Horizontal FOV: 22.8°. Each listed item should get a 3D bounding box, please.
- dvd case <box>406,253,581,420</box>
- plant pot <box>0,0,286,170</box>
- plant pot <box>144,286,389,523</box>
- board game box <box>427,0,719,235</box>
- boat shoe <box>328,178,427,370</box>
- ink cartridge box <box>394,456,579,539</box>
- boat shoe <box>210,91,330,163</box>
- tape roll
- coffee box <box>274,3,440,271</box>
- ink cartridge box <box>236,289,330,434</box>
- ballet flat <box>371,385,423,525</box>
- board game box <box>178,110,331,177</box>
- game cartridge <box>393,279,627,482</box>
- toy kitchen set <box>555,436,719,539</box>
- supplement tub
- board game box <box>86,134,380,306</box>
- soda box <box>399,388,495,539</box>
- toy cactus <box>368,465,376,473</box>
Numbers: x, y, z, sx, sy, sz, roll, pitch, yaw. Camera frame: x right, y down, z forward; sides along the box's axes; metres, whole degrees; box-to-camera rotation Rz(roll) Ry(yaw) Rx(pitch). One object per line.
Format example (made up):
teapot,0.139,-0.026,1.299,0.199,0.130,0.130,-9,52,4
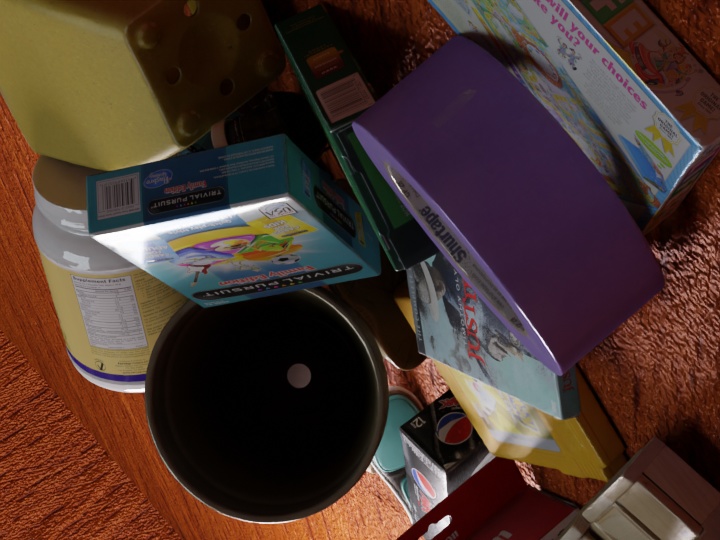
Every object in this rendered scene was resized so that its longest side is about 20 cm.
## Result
dvd case,0.089,0.015,1.301,0.200,0.022,0.147,25,128,60
plant pot,-0.171,-0.192,1.391,0.200,0.194,0.196,27,149,45
plant pot,-0.067,0.097,1.508,0.200,0.200,0.174,53,-172,1
board game box,0.119,-0.124,1.006,0.200,0.034,0.135,50,163,11
boat shoe,0.000,0.000,1.499,0.065,0.072,0.200,30,157,48
ink cartridge box,0.111,0.285,1.527,0.176,0.200,0.084,59,161,-22
boat shoe,-0.054,-0.106,1.386,0.075,0.066,0.199,69,-164,3
tape roll,0.088,-0.039,1.083,0.200,0.085,0.200,51,177,3
coffee box,-0.002,-0.098,1.254,0.123,0.044,0.200,64,180,-30
ink cartridge box,-0.067,0.093,1.716,0.086,0.147,0.200,55,162,-4
ballet flat,0.042,0.178,1.750,0.069,0.069,0.201,33,154,49
board game box,-0.122,-0.090,1.598,0.151,0.047,0.200,34,164,-9
game cartridge,0.117,0.083,1.414,0.177,0.032,0.200,58,163,-13
toy kitchen set,0.194,0.255,1.262,0.163,0.180,0.200,41,160,9
supplement tub,-0.199,-0.011,1.529,0.145,0.145,0.201,38,147,41
board game box,-0.088,-0.031,1.309,0.200,0.150,0.047,40,-138,-65
soda box,0.086,0.191,1.630,0.063,0.071,0.200,45,161,28
toy cactus,-0.046,0.166,1.923,0.165,0.102,0.201,32,146,28
